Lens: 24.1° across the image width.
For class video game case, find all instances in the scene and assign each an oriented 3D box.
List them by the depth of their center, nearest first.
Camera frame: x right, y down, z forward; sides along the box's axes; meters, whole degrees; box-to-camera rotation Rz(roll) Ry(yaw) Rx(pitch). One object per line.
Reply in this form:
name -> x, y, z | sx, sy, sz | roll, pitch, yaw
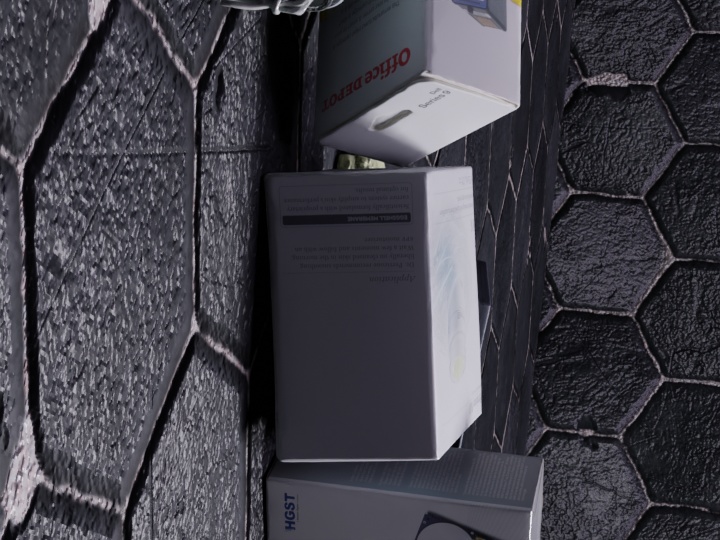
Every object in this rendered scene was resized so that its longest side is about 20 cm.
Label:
video game case -> 0.090, 0.104, 1.542 | 0.143, 0.019, 0.201 | -80, 180, -74

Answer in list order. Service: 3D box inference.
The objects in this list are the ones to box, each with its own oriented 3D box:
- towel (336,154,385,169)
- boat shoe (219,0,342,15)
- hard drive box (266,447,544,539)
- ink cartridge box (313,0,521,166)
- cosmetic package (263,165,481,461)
towel -> 0.000, 0.000, 1.430 | 0.148, 0.036, 0.201 | 48, 48, -74
boat shoe -> -0.050, -0.185, 0.988 | 0.199, 0.073, 0.069 | 56, 36, -72
hard drive box -> 0.034, 0.214, 1.277 | 0.077, 0.199, 0.157 | -62, 154, -61
ink cartridge box -> 0.039, -0.192, 1.186 | 0.145, 0.087, 0.201 | -26, -124, 53
cosmetic package -> 0.015, 0.026, 1.239 | 0.199, 0.122, 0.201 | -21, 110, -77
